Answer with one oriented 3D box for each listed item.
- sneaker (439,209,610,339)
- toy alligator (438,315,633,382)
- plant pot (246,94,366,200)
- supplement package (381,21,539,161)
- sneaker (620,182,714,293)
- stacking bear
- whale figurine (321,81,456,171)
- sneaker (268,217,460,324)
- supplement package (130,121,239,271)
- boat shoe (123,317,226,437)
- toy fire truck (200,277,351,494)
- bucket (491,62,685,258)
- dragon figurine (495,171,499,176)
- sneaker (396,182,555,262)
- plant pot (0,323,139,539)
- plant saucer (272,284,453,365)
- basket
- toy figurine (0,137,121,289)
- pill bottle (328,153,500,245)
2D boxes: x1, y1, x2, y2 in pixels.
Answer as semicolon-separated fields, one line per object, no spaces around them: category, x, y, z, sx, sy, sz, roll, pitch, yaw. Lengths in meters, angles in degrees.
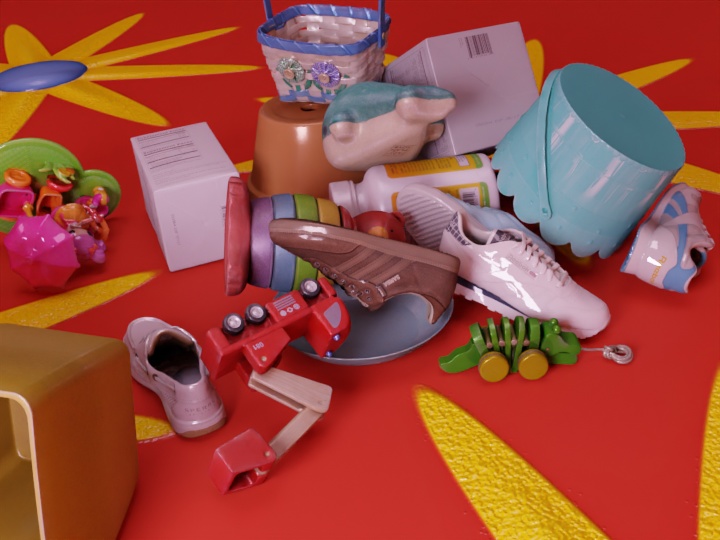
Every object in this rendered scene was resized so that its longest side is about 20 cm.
sneaker;0.174;0.006;1.015;0.198;0.081;0.076;22;23;12
toy alligator;0.176;0.070;0.955;0.197;0.055;0.060;-4;30;0
plant pot;-0.065;-0.158;1.301;0.197;0.142;0.201;-4;30;2
supplement package;0.121;-0.222;1.293;0.150;0.153;0.199;-16;1;-25
sneaker;0.367;-0.035;1.109;0.080;0.077;0.200;28;40;17
stacking bear;-0.046;-0.029;1.031;0.197;0.124;0.114;2;-7;-10
whale figurine;0.031;-0.189;1.144;0.157;0.105;0.200;-4;-11;-28
sneaker;0.000;0.000;0.951;0.197;0.077;0.070;13;2;-4
supplement package;-0.225;-0.103;1.252;0.108;0.115;0.200;-14;31;-15
boat shoe;-0.190;0.086;0.961;0.070;0.070;0.200;-21;33;-26
toy fire truck;-0.074;0.099;0.879;0.198;0.049;0.142;-24;66;-33
bucket;0.267;-0.133;1.118;0.205;0.135;0.209;20;41;-18
dragon figurine;0.233;-0.118;1.273;0.197;0.060;0.100;-8;29;-9
sneaker;0.135;-0.044;1.102;0.199;0.074;0.082;35;40;4
plant pot;-0.284;0.141;0.767;0.197;0.203;0.176;6;20;17
plant saucer;0.001;0.052;1.026;0.198;0.039;0.202;-4;29;2
basket;-0.043;-0.317;1.226;0.174;0.203;0.139;9;32;23
toy figurine;-0.382;-0.051;1.209;0.198;0.151;0.185;7;35;-34
pill bottle;0.063;-0.077;1.170;0.197;0.113;0.111;-7;29;-5
